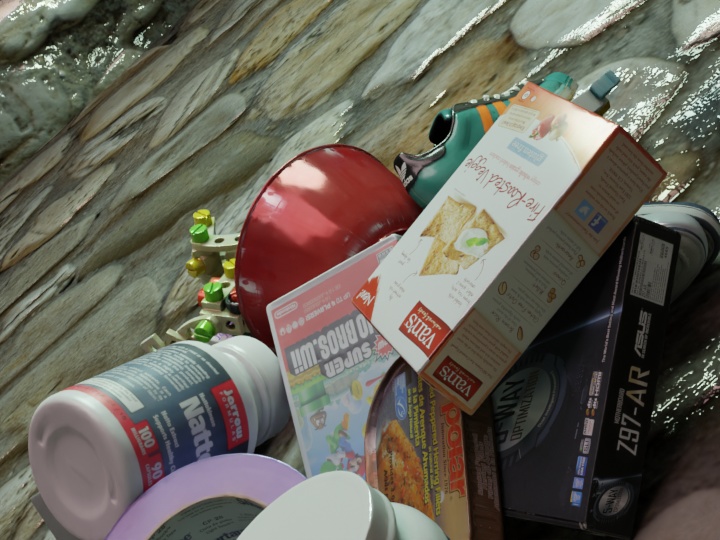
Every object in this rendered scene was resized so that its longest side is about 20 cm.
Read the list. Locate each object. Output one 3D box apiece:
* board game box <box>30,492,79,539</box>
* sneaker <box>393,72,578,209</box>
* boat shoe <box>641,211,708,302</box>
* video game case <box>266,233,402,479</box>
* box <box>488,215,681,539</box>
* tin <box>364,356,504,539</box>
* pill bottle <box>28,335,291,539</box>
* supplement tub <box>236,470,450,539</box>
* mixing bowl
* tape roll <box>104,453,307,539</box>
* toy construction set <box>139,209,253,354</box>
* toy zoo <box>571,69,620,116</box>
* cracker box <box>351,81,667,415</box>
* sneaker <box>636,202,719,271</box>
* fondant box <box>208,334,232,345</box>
[{"bbox_3d":[-0.182,0.163,1.315,0.147,0.065,0.200,-32,3,28],"label":"board game box"},{"bbox_3d":[0.111,-0.124,1.256,0.200,0.080,0.072,-41,-11,-29],"label":"sneaker"},{"bbox_3d":[0.165,0.039,1.040,0.201,0.075,0.087,-34,24,29],"label":"boat shoe"},{"bbox_3d":[0.002,0.092,1.132,0.142,0.017,0.202,-29,66,30],"label":"video game case"},{"bbox_3d":[0.130,0.069,0.973,0.160,0.043,0.203,-1,75,57],"label":"box"},{"bbox_3d":[0.050,0.149,0.985,0.112,0.041,0.202,-40,43,48],"label":"tin"},{"bbox_3d":[-0.150,0.123,1.141,0.119,0.121,0.199,-20,3,42],"label":"pill bottle"},{"bbox_3d":[0.021,0.222,0.795,0.144,0.200,0.145,-34,24,18],"label":"supplement tub"},{"bbox_3d":[0.000,0.000,1.255,0.201,0.201,0.108,-50,39,-16],"label":"mixing bowl"},{"bbox_3d":[-0.090,0.236,1.003,0.198,0.085,0.202,-13,52,17],"label":"tape roll"},{"bbox_3d":[-0.138,0.023,1.379,0.130,0.093,0.201,6,50,23],"label":"toy construction set"},{"bbox_3d":[0.151,-0.093,1.240,0.200,0.020,0.131,-47,-7,20],"label":"toy zoo"},{"bbox_3d":[0.093,-0.019,0.958,0.201,0.058,0.134,-52,27,2],"label":"cracker box"},{"bbox_3d":[0.204,-0.050,1.127,0.201,0.077,0.147,-15,35,45],"label":"sneaker"},{"bbox_3d":[-0.059,0.040,1.426,0.145,0.058,0.199,-51,23,-17],"label":"fondant box"}]
